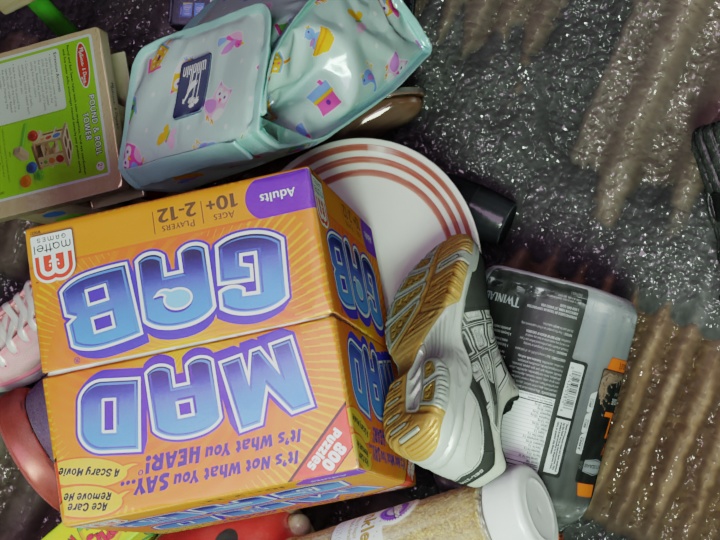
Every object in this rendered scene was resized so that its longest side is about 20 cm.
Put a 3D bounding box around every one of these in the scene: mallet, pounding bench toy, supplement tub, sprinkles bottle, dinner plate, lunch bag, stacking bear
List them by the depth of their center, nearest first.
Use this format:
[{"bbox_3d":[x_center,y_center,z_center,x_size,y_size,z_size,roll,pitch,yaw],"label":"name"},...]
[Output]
[{"bbox_3d":[0.037,0.196,1.178,0.200,0.068,0.068,-21,80,23],"label":"sprinkles bottle"},{"bbox_3d":[-0.074,-0.138,1.226,0.170,0.200,0.122,-10,119,44],"label":"lunch bag"},{"bbox_3d":[0.125,0.105,1.244,0.122,0.123,0.200,15,89,14],"label":"supplement tub"},{"bbox_3d":[0.000,0.000,1.273,0.200,0.024,0.201,-2,86,21],"label":"dinner plate"},{"bbox_3d":[0.044,0.015,1.296,0.066,0.041,0.200,32,80,15],"label":"mallet"},{"bbox_3d":[-0.176,0.096,1.329,0.200,0.114,0.122,-32,78,4],"label":"stacking bear"},{"bbox_3d":[-0.220,-0.139,1.330,0.124,0.156,0.200,-13,82,19],"label":"pounding bench toy"}]

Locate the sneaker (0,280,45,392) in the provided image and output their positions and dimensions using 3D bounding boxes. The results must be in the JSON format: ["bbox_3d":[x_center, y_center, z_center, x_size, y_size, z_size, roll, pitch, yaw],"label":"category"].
[{"bbox_3d":[-0.256,0.027,1.345,0.200,0.105,0.075,-23,60,8],"label":"sneaker"}]

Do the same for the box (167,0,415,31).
[{"bbox_3d":[-0.050,-0.267,1.358,0.200,0.051,0.158,5,85,14],"label":"box"}]

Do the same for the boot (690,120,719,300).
[{"bbox_3d":[0.353,-0.048,1.226,0.211,0.079,0.158,-5,84,13],"label":"boot"}]

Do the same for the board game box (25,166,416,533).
[{"bbox_3d":[-0.091,0.065,1.160,0.199,0.200,0.200,-12,77,10],"label":"board game box"}]

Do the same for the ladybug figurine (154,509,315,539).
[{"bbox_3d":[-0.112,0.250,1.280,0.136,0.072,0.200,47,113,10],"label":"ladybug figurine"}]

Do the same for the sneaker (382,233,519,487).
[{"bbox_3d":[0.068,0.066,1.172,0.076,0.088,0.200,-34,33,39],"label":"sneaker"}]

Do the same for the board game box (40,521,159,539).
[{"bbox_3d":[-0.195,0.207,1.322,0.200,0.102,0.048,-41,78,7],"label":"board game box"}]

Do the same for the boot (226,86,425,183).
[{"bbox_3d":[-0.002,-0.026,1.318,0.186,0.064,0.200,-24,78,20],"label":"boot"}]
